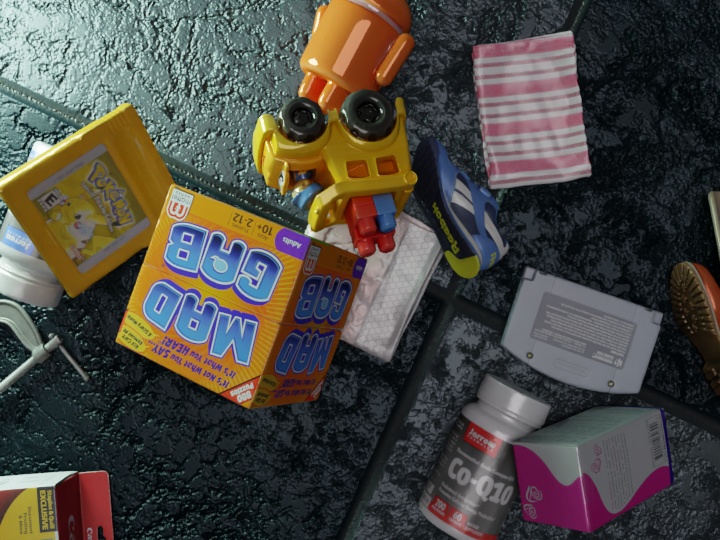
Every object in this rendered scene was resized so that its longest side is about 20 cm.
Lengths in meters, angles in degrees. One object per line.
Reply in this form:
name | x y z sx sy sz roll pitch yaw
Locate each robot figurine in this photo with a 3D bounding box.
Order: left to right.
robot figurine | -0.007 -0.302 1.020 0.116 0.144 0.202 28 92 -19

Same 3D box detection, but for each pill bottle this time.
pill bottle | -0.422 -0.061 1.038 0.112 0.114 0.203 22 91 2
pill bottle | 0.167 0.248 1.012 0.113 0.114 0.202 25 91 2

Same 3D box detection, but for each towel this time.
towel | 0.000 0.000 1.061 0.189 0.032 0.202 26 90 2
towel | 0.235 -0.219 1.052 0.144 0.030 0.204 -8 90 3

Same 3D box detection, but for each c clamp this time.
c clamp | -0.512 0.138 1.085 0.199 0.027 0.172 -33 89 2

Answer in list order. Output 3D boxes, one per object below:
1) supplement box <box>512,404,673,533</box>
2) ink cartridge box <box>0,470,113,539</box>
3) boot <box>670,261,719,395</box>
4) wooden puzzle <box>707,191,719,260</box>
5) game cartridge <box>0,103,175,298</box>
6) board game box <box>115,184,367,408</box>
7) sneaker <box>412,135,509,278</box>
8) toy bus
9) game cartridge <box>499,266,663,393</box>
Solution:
supplement box | 0.295 0.242 0.962 0.198 0.103 0.103 -7 89 -41
ink cartridge box | -0.437 0.389 1.054 0.172 0.084 0.204 -6 89 2
boot | 0.496 0.068 1.027 0.106 0.075 0.202 -26 89 -11
wooden puzzle | 0.568 -0.025 0.998 0.196 0.046 0.188 -1 71 -2
game cartridge | -0.341 -0.091 0.998 0.199 0.032 0.178 -39 126 -22
board game box | -0.140 0.035 0.958 0.197 0.200 0.203 21 92 20
sneaker | 0.134 -0.090 1.036 0.081 0.074 0.203 -18 79 -25
toy bus | -0.026 -0.110 0.974 0.197 0.136 0.195 -8 72 -15
game cartridge | 0.298 0.089 1.046 0.197 0.042 0.135 19 95 2
